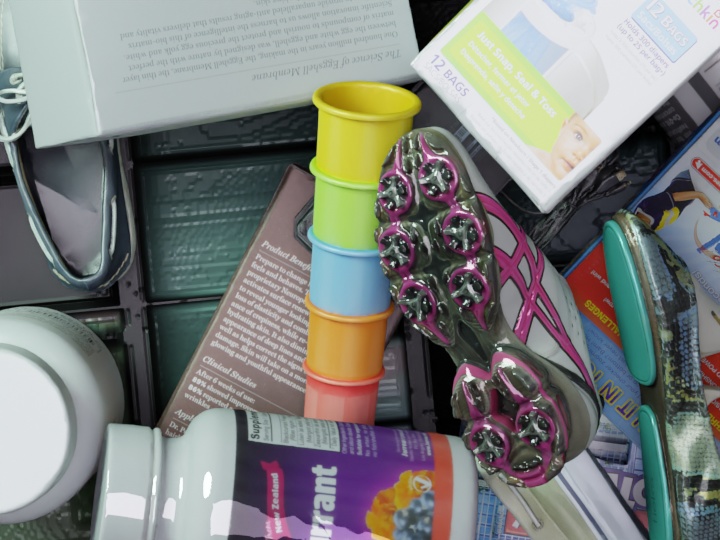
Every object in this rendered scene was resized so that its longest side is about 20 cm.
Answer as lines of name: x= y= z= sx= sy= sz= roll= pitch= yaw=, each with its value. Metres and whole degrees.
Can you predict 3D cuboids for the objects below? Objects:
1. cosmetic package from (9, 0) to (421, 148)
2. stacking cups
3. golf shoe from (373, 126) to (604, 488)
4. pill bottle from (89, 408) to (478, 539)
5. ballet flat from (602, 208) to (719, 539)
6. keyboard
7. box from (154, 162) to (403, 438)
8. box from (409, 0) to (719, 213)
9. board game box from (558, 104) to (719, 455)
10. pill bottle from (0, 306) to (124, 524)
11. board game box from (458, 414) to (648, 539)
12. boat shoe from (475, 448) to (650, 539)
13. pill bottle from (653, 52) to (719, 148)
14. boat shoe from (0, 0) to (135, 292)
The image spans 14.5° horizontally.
cosmetic package: x=-0.091 y=-0.183 z=1.581 sx=0.198 sy=0.123 sz=0.201 roll=-11 pitch=92 yaw=-23
stacking cups: x=0.000 y=0.000 z=1.558 sx=0.060 sy=0.061 sz=0.201 roll=2 pitch=111 yaw=0
golf shoe: x=0.070 y=0.012 z=1.524 sx=0.072 sy=0.092 sz=0.201 roll=-14 pitch=103 yaw=36
pill bottle: x=-0.043 y=0.134 z=1.531 sx=0.199 sy=0.111 sz=0.112 roll=7 pitch=92 yaw=-8
ballet flat: x=0.177 y=0.059 z=1.529 sx=0.074 sy=0.074 sz=0.201 roll=-9 pitch=105 yaw=0
keyboard: x=0.070 y=-0.054 z=1.600 sx=0.127 sy=0.021 sz=0.200 roll=44 pitch=91 yaw=3
box: x=-0.042 y=0.047 z=1.646 sx=0.100 sy=0.075 sz=0.201 roll=28 pitch=94 yaw=-1
box: x=0.136 y=-0.142 z=1.515 sx=0.200 sy=0.101 sz=0.113 roll=-43 pitch=92 yaw=9
board game box: x=0.223 y=0.025 z=1.565 sx=0.200 sy=0.056 sz=0.196 roll=43 pitch=110 yaw=-1
pill bottle: x=-0.196 y=0.081 z=1.581 sx=0.114 sy=0.200 sz=0.115 roll=0 pitch=92 yaw=0
board game box: x=0.152 y=0.146 z=1.656 sx=0.199 sy=0.062 sz=0.201 roll=7 pitch=92 yaw=-1
boat shoe: x=0.138 y=0.169 z=1.597 sx=0.062 sy=0.072 sz=0.201 roll=-34 pitch=82 yaw=6
pill bottle: x=0.208 y=-0.126 z=1.619 sx=0.113 sy=0.113 sz=0.200 roll=-38 pitch=92 yaw=1
boat shoe: x=-0.178 y=-0.086 z=1.644 sx=0.074 sy=0.062 sz=0.201 roll=-9 pitch=92 yaw=2
